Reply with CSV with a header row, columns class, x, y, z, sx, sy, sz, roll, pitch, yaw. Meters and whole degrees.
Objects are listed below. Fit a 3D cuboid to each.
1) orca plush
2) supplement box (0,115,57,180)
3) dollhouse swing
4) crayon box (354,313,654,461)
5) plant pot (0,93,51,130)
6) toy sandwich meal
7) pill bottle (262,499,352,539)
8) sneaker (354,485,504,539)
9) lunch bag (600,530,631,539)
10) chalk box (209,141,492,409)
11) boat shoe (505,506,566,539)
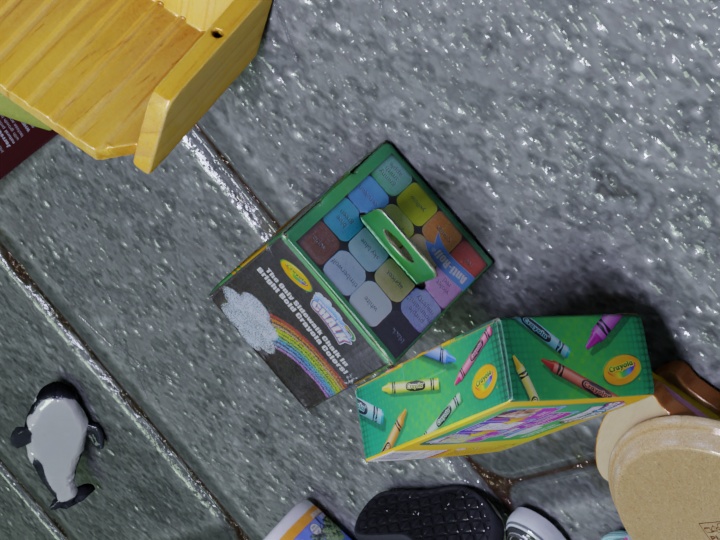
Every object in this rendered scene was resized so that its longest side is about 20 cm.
class,x,y,z,sx,sy,sz,roll,pitch,yaw
orca plush,-0.345,0.189,2.013,0.104,0.071,0.201,-12,135,4
supplement box,-0.396,-0.153,1.505,0.132,0.200,0.198,-3,125,52
dollhouse swing,-0.179,-0.214,1.196,0.199,0.182,0.176,35,158,11
crayon box,0.095,0.083,1.198,0.200,0.118,0.059,-31,64,56
plant pot,-0.298,-0.208,1.366,0.200,0.188,0.187,38,152,-15
toy sandwich meal,0.256,0.155,1.190,0.204,0.070,0.206,24,141,21
pill bottle,-0.019,0.331,1.696,0.200,0.112,0.112,42,150,6
sneaker,0.076,0.239,1.525,0.083,0.072,0.199,45,159,-23
lunch bag,0.258,0.288,1.330,0.199,0.077,0.161,7,133,48
chalk box,0.000,0.000,1.268,0.125,0.124,0.200,50,149,-4
boat shoe,0.155,0.288,1.478,0.068,0.057,0.201,20,141,38
